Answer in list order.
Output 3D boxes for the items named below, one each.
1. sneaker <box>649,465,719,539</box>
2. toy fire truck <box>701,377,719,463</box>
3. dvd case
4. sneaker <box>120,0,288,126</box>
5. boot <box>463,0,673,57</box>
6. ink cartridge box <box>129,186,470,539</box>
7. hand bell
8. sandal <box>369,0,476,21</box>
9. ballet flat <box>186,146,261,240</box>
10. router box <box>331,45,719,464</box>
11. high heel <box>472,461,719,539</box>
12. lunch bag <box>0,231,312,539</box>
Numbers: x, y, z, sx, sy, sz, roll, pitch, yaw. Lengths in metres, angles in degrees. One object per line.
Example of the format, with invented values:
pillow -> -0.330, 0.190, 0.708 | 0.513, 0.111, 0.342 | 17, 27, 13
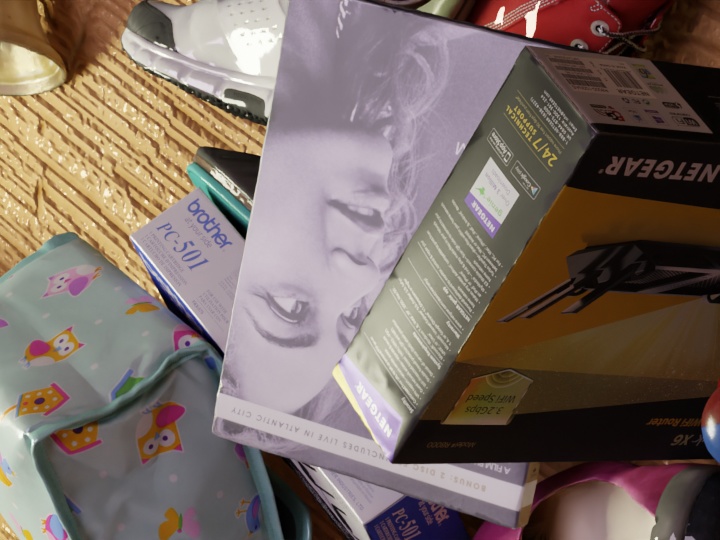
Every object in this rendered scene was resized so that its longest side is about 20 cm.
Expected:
sneaker -> 0.183, 0.136, 0.938 | 0.114, 0.200, 0.076 | -4, 45, 41
toy fire truck -> 0.208, 0.052, 0.904 | 0.200, 0.168, 0.112 | 11, 97, 49
dvd case -> 0.020, -0.007, 1.113 | 0.148, 0.016, 0.201 | 16, 103, 23
sneaker -> -0.038, -0.108, 1.287 | 0.200, 0.074, 0.080 | 21, 90, 43
boot -> 0.104, -0.087, 1.110 | 0.200, 0.072, 0.145 | -6, 84, 57
ink cartridge box -> -0.027, 0.058, 1.225 | 0.044, 0.094, 0.200 | -36, 57, -8
hand bell -> -0.204, -0.208, 1.477 | 0.104, 0.104, 0.201 | -11, 69, 49
sandal -> 0.027, -0.145, 1.118 | 0.201, 0.057, 0.080 | -28, 67, 58
ballet flat -> 0.000, 0.000, 1.233 | 0.068, 0.068, 0.200 | -38, 63, -6
router box -> 0.109, 0.000, 0.998 | 0.052, 0.200, 0.157 | 55, 128, 36
high heel -> 0.092, 0.114, 1.092 | 0.200, 0.096, 0.068 | -7, 86, 49
lunch bag -> -0.111, 0.105, 1.290 | 0.170, 0.122, 0.200 | 34, 151, 56
